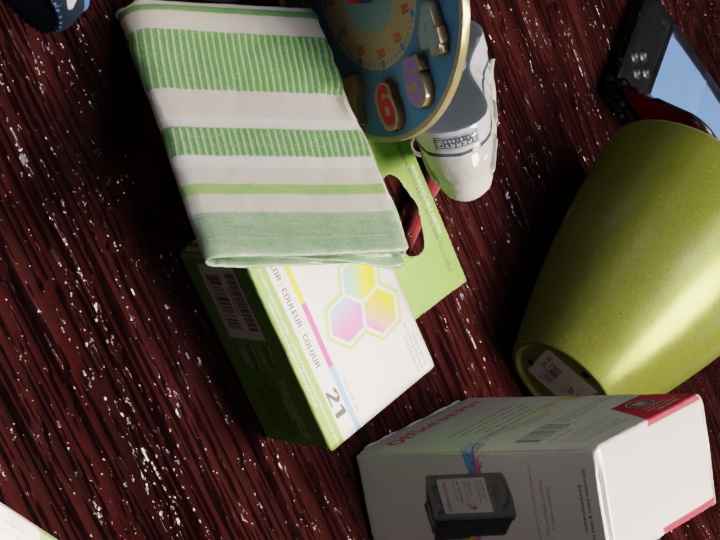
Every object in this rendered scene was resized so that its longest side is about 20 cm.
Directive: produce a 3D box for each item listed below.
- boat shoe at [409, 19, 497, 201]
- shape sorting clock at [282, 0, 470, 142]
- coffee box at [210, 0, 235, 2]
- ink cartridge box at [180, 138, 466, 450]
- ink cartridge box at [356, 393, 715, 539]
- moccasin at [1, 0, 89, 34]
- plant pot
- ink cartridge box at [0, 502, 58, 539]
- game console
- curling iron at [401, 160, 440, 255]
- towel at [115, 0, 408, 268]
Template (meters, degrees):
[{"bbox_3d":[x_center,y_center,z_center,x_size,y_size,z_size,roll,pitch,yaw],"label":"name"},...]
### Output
[{"bbox_3d":[0.068,-0.106,1.536,0.202,0.074,0.086,-101,177,-60],"label":"boat shoe"},{"bbox_3d":[0.004,-0.181,1.406,0.039,0.200,0.201,-10,92,-33],"label":"shape sorting clock"},{"bbox_3d":[-0.113,-0.218,1.338,0.200,0.114,0.080,-2,86,-50],"label":"coffee box"},{"bbox_3d":[0.000,0.000,1.439,0.200,0.076,0.148,-37,114,-30],"label":"ink cartridge box"},{"bbox_3d":[0.122,0.142,1.505,0.147,0.199,0.086,-20,101,-50],"label":"ink cartridge box"},{"bbox_3d":[-0.237,-0.206,1.226,0.200,0.080,0.068,49,54,-17],"label":"moccasin"},{"bbox_3d":[0.209,0.020,1.671,0.200,0.187,0.187,-48,122,-26],"label":"plant pot"},{"bbox_3d":[-0.223,0.231,1.174,0.117,0.067,0.201,41,55,-40],"label":"ink cartridge box"},{"bbox_3d":[0.302,-0.116,1.829,0.200,0.118,0.173,49,50,-35],"label":"game console"},{"bbox_3d":[0.048,-0.077,1.583,0.050,0.025,0.200,59,45,-30],"label":"curling iron"},{"bbox_3d":[-0.062,-0.086,1.356,0.152,0.023,0.201,0,56,-35],"label":"towel"}]
